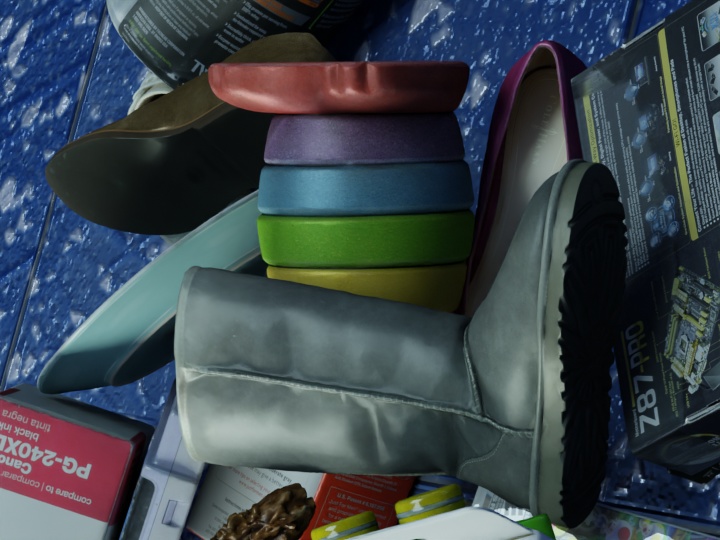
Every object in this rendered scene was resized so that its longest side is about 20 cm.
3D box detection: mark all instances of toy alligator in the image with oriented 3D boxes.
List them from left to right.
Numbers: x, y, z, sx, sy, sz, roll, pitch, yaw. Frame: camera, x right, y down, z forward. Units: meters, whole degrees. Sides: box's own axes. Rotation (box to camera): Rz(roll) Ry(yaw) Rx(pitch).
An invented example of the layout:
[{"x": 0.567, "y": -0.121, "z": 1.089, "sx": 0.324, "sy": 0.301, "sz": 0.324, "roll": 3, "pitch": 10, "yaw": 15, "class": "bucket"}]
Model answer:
[{"x": -0.002, "y": 0.140, "z": 1.200, "sx": 0.199, "sy": 0.054, "sz": 0.059, "roll": -20, "pitch": 85, "yaw": 18, "class": "toy alligator"}]

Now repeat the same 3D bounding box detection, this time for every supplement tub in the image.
[{"x": -0.042, "y": -0.193, "z": 1.515, "sx": 0.200, "sy": 0.122, "sz": 0.123, "roll": -47, "pitch": 43, "yaw": 25, "class": "supplement tub"}]

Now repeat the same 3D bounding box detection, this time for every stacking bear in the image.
[{"x": 0.000, "y": 0.000, "z": 1.301, "sx": 0.121, "sy": 0.114, "sz": 0.201, "roll": 3, "pitch": 96, "yaw": 44, "class": "stacking bear"}]

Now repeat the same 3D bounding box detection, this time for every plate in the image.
[{"x": -0.087, "y": 0.012, "z": 1.451, "sx": 0.200, "sy": 0.200, "sz": 0.026, "roll": -43, "pitch": 81, "yaw": 30, "class": "plate"}]

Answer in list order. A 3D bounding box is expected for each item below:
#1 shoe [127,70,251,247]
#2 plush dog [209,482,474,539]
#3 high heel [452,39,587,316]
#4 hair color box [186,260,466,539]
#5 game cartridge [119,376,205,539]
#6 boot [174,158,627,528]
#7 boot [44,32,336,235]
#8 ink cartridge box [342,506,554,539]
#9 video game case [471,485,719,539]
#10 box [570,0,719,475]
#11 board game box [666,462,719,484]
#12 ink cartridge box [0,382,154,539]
[{"x": -0.102, "y": -0.084, "z": 1.589, "sx": 0.070, "sy": 0.053, "sz": 0.200, "roll": -41, "pitch": 41, "yaw": 30, "class": "shoe"}, {"x": -0.031, "y": 0.190, "z": 1.284, "sx": 0.160, "sy": 0.171, "sz": 0.201, "roll": 5, "pitch": 79, "yaw": 52, "class": "plush dog"}, {"x": 0.077, "y": -0.009, "z": 1.300, "sx": 0.067, "sy": 0.096, "sz": 0.201, "roll": 14, "pitch": 76, "yaw": 17, "class": "high heel"}, {"x": -0.010, "y": 0.064, "z": 1.408, "sx": 0.101, "sy": 0.061, "sz": 0.201, "roll": 26, "pitch": 95, "yaw": 53, "class": "hair color box"}, {"x": -0.112, "y": 0.142, "z": 1.439, "sx": 0.130, "sy": 0.038, "sz": 0.201, "roll": -65, "pitch": -5, "yaw": -71, "class": "game cartridge"}, {"x": 0.014, "y": 0.022, "z": 1.209, "sx": 0.199, "sy": 0.073, "sz": 0.182, "roll": 15, "pitch": 109, "yaw": 28, "class": "boot"}, {"x": -0.090, "y": -0.075, "z": 1.486, "sx": 0.200, "sy": 0.074, "sz": 0.076, "roll": -16, "pitch": 38, "yaw": 39, "class": "boot"}, {"x": 0.051, "y": 0.161, "z": 1.093, "sx": 0.117, "sy": 0.200, "sz": 0.068, "roll": -18, "pitch": 62, "yaw": 26, "class": "ink cartridge box"}, {"x": 0.116, "y": 0.179, "z": 1.181, "sx": 0.200, "sy": 0.018, "sz": 0.144, "roll": 14, "pitch": 79, "yaw": 35, "class": "video game case"}, {"x": 0.174, "y": -0.032, "z": 1.189, "sx": 0.161, "sy": 0.049, "sz": 0.201, "roll": -32, "pitch": 52, "yaw": 37, "class": "box"}, {"x": 0.196, "y": -0.014, "z": 1.218, "sx": 0.200, "sy": 0.028, "sz": 0.136, "roll": -43, "pitch": 44, "yaw": 31, "class": "board game box"}, {"x": -0.182, "y": 0.169, "z": 1.442, "sx": 0.145, "sy": 0.083, "sz": 0.201, "roll": -179, "pitch": 108, "yaw": -89, "class": "ink cartridge box"}]
